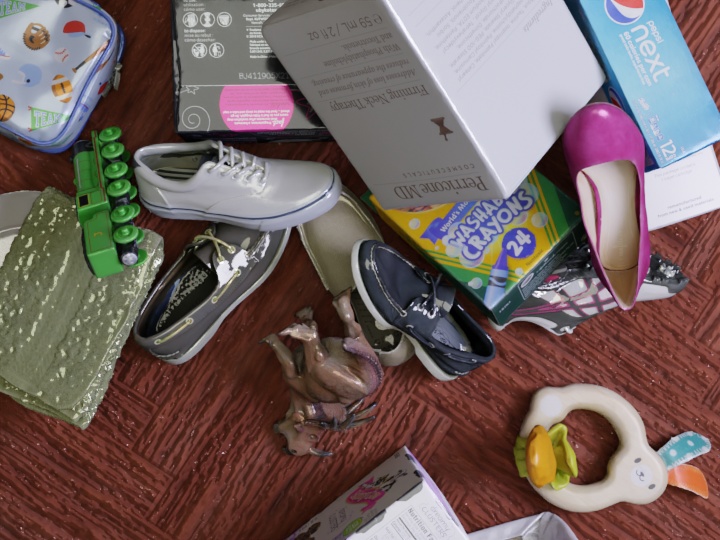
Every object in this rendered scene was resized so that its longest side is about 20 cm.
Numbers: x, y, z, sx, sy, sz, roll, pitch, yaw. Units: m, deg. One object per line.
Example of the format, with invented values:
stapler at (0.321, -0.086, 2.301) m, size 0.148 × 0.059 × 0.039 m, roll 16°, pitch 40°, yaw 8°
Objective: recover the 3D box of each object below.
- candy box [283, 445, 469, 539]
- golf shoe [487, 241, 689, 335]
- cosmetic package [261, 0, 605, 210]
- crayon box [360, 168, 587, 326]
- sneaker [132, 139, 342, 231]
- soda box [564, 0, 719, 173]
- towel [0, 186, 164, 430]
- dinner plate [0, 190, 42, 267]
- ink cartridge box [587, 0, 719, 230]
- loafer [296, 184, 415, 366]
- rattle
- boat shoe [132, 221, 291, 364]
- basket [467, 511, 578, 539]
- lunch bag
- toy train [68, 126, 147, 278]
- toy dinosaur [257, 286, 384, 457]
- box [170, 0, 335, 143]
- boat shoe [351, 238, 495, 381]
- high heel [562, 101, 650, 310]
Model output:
candy box at (-0.008, 0.262, 1.180) m, size 0.200 × 0.168 × 0.072 m, roll -37°, pitch 94°, yaw -2°
golf shoe at (0.216, 0.016, 1.244) m, size 0.199 × 0.077 × 0.088 m, roll 3°, pitch 118°, yaw -6°
cosmetic package at (0.063, -0.182, 1.069) m, size 0.166 × 0.167 × 0.200 m, roll -49°, pitch 116°, yaw -28°
crayon box at (0.100, -0.061, 1.190) m, size 0.126 × 0.052 × 0.200 m, roll -45°, pitch 63°, yaw -4°
sneaker at (-0.119, -0.083, 1.179) m, size 0.199 × 0.071 × 0.073 m, roll -1°, pitch 56°, yaw 13°
soda box at (0.235, -0.188, 1.089) m, size 0.068 × 0.064 × 0.200 m, roll -26°, pitch 91°, yaw 0°
towel at (-0.280, 0.034, 1.198) m, size 0.148 × 0.036 × 0.200 m, roll 24°, pitch 90°, yaw 10°
dinner plate at (-0.323, 0.023, 1.237) m, size 0.200 × 0.024 × 0.201 m, roll 0°, pitch 90°, yaw -1°
ink cartridge box at (0.260, -0.142, 1.196) m, size 0.086 × 0.146 × 0.200 m, roll -19°, pitch 91°, yaw 0°
loafer at (0.000, 0.000, 1.226) m, size 0.076 × 0.068 × 0.200 m, roll -30°, pitch 92°, yaw -2°
rattle at (0.252, 0.177, 1.209) m, size 0.200 × 0.143 × 0.130 m, roll 20°, pitch 72°, yaw 3°
boat shoe at (-0.140, -0.001, 1.215) m, size 0.072 × 0.060 × 0.202 m, roll 37°, pitch 89°, yaw 28°
basket at (0.151, 0.321, 1.175) m, size 0.135 × 0.200 × 0.124 m, roll -15°, pitch 96°, yaw -2°
lunch bag at (-0.325, -0.212, 1.207) m, size 0.200 × 0.076 × 0.161 m, roll 27°, pitch 88°, yaw 0°
toy train at (-0.234, -0.066, 1.170) m, size 0.056 × 0.200 × 0.042 m, roll -17°, pitch 131°, yaw -3°
toy dinosaur at (-0.022, 0.099, 1.189) m, size 0.086 × 0.200 × 0.136 m, roll -34°, pitch 94°, yaw -31°
box at (-0.073, -0.189, 1.198) m, size 0.199 × 0.115 × 0.133 m, roll -2°, pitch 90°, yaw -4°
boat shoe at (0.064, 0.034, 1.180) m, size 0.066 × 0.075 × 0.199 m, roll -12°, pitch 133°, yaw 31°
high heel at (0.209, -0.052, 1.066) m, size 0.067 × 0.200 × 0.096 m, roll -7°, pitch 57°, yaw 7°
